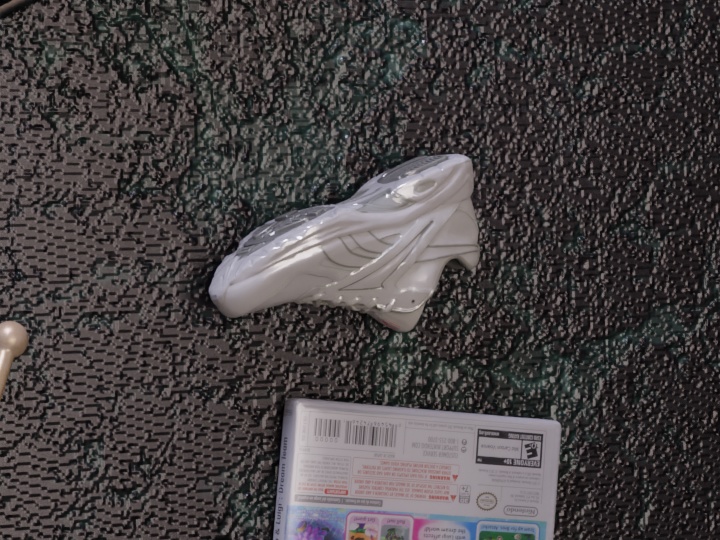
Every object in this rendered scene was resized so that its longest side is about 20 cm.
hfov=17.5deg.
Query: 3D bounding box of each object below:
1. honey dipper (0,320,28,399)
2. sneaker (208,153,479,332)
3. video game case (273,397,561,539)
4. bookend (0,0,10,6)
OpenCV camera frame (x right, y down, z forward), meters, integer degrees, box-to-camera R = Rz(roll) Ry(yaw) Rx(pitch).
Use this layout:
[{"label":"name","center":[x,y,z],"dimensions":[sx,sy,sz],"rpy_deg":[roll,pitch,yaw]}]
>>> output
[{"label":"honey dipper","center":[-0.228,0.118,1.369],"dimensions":[0.038,0.038,0.201],"rpy_deg":[28,55,-21]},{"label":"sneaker","center":[0.000,0.000,1.486],"dimensions":[0.199,0.078,0.100],"rpy_deg":[-23,101,-22]},{"label":"video game case","center":[0.036,0.182,1.524],"dimensions":[0.198,0.024,0.184],"rpy_deg":[6,86,-25]},{"label":"bookend","center":[-0.185,-0.300,1.399],"dimensions":[0.198,0.092,0.201],"rpy_deg":[-38,103,-20]}]
